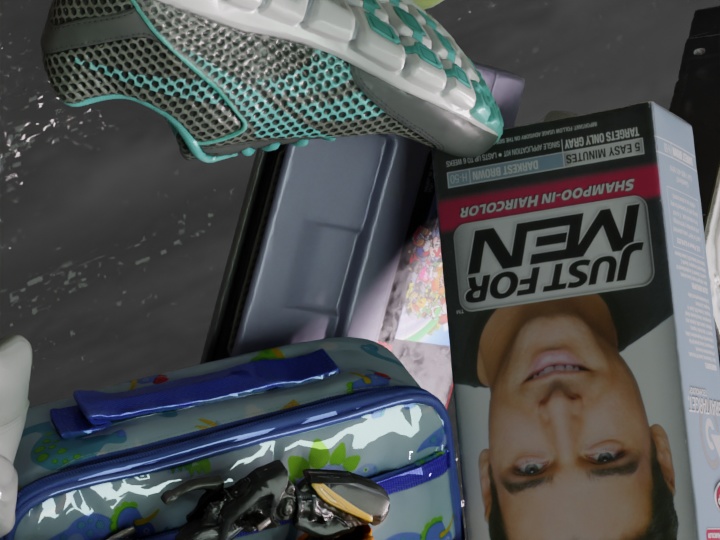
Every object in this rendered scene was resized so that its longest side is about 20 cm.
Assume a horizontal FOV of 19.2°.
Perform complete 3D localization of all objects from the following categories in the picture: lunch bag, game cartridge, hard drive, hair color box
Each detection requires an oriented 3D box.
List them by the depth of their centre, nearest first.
[{"bbox_3d":[-0.057,0.116,0.861,0.199,0.082,0.162,-12,116,-20],"label":"lunch bag"},{"bbox_3d":[0.093,0.041,0.875,0.061,0.098,0.202,13,70,-64],"label":"hair color box"},{"bbox_3d":[0.000,0.000,0.928,0.129,0.038,0.202,10,99,-38],"label":"game cartridge"},{"bbox_3d":[0.177,-0.013,1.004,0.201,0.038,0.140,-69,144,-45],"label":"hard drive"}]

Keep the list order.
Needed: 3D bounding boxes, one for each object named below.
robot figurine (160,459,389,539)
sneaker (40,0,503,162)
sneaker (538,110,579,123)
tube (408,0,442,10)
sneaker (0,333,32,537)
[{"bbox_3d":[-0.064,0.152,0.789,0.199,0.058,0.146,-15,119,-17],"label":"robot figurine"},{"bbox_3d":[-0.037,-0.078,0.832,0.199,0.078,0.091,21,117,-27],"label":"sneaker"},{"bbox_3d":[0.096,0.025,0.994,0.080,0.070,0.202,-24,120,-29],"label":"sneaker"},{"bbox_3d":[-0.021,-0.187,0.833,0.052,0.058,0.200,-28,126,17],"label":"tube"},{"bbox_3d":[-0.201,0.020,0.747,0.199,0.078,0.100,32,57,-34],"label":"sneaker"}]
